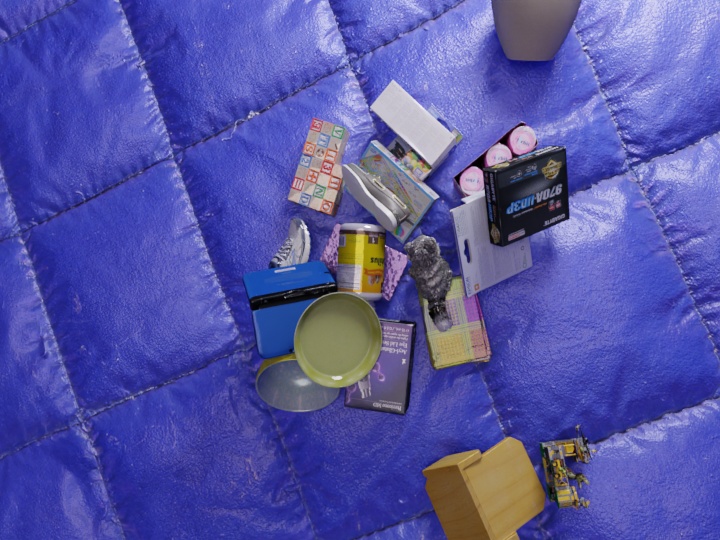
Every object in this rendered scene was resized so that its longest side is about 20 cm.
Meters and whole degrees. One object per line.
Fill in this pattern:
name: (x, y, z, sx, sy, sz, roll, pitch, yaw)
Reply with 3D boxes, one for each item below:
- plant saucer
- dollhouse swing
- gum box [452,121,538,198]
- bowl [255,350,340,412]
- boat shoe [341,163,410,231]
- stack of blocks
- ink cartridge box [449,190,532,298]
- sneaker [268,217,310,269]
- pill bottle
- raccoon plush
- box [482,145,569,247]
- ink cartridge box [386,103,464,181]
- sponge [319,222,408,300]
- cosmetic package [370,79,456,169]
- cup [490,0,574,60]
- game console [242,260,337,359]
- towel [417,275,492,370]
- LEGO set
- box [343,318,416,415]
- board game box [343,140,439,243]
plant saucer: (-0.049, 0.147, 1.295, 0.194, 0.031, 0.206, -2, 95, -17)
dollhouse swing: (0.280, 0.496, 1.361, 0.181, 0.173, 0.204, -33, 81, 49)
gum box: (0.301, -0.234, 1.339, 0.199, 0.113, 0.067, -39, 82, 7)
bowl: (-0.143, 0.226, 1.399, 0.195, 0.203, 0.109, -13, 43, 9)
boat shoe: (0.031, -0.174, 1.357, 0.060, 0.073, 0.202, -33, 65, -18)
stack of blocks: (-0.086, -0.244, 1.439, 0.112, 0.059, 0.205, 18, 91, 10)
ink cartridge box: (0.275, -0.069, 1.296, 0.196, 0.040, 0.205, -22, 111, -24)
sneaker: (-0.170, -0.025, 1.422, 0.083, 0.076, 0.206, 6, 88, -29)
pill bottle: (0.000, 0.000, 1.360, 0.106, 0.109, 0.206, 4, 91, 10)
raccoon plush: (0.163, 0.017, 1.324, 0.095, 0.134, 0.203, -27, 62, 3)
box: (0.350, -0.158, 1.265, 0.196, 0.046, 0.163, -20, 112, -24)
ink cartridge box: (0.137, -0.281, 1.410, 0.119, 0.042, 0.200, 45, 95, 8)
sponge: (0.007, -0.022, 1.430, 0.196, 0.030, 0.114, 26, 94, 9)
cosmetic package: (0.120, -0.330, 1.369, 0.083, 0.051, 0.200, -46, 78, 10)
cup: (0.375, -0.536, 1.312, 0.194, 0.201, 0.147, 5, 113, 10)
game console: (-0.152, 0.082, 1.346, 0.195, 0.171, 0.121, -9, 123, -17)
towel: (0.214, 0.122, 1.391, 0.140, 0.023, 0.206, -13, 85, 11)
LEGO set: (0.450, 0.417, 1.264, 0.112, 0.201, 0.158, -9, 66, 8)
box: (0.047, 0.213, 1.377, 0.144, 0.104, 0.206, 4, 89, 10)
board game box: (0.068, -0.181, 1.393, 0.200, 0.034, 0.135, 44, 120, 10)
